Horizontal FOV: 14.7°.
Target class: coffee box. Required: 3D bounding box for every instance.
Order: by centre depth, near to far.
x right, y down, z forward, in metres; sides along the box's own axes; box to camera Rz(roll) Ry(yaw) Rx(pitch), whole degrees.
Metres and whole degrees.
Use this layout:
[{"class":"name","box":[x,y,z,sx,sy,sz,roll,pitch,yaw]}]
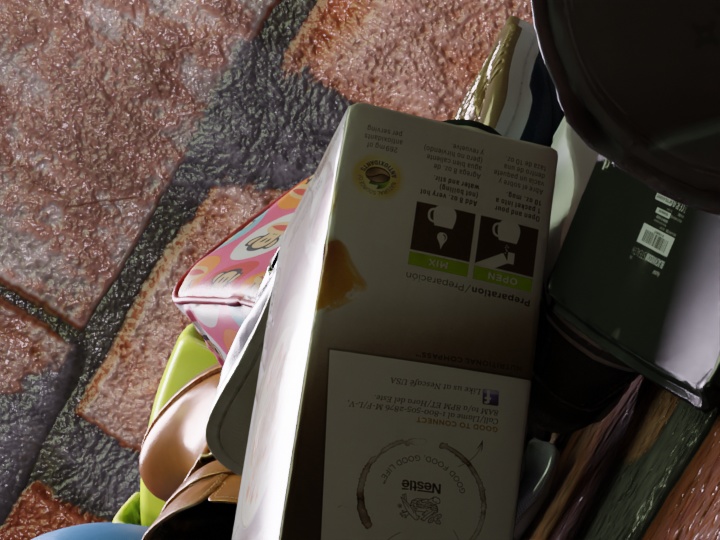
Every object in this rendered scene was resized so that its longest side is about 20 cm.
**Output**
[{"class":"coffee box","box":[0.007,0.060,0.967,0.114,0.080,0.200,118,162,-61]}]

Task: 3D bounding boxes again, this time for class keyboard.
[{"class":"keyboard","box":[0.111,-0.016,0.858,0.200,0.040,0.104,-137,68,-76]}]

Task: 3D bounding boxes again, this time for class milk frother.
[{"class":"milk frother","box":[0.098,-0.146,0.740,0.181,0.200,0.188,-54,2,23]}]

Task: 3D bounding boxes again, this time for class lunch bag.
[{"class":"lunch bag","box":[0.017,-0.007,1.335,0.176,0.082,0.200,-39,20,-16]}]

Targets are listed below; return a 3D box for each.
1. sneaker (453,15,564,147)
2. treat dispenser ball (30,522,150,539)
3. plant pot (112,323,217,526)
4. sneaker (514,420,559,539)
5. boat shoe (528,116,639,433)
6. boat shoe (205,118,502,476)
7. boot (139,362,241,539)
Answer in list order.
[{"class":"sneaker","box":[0.095,-0.052,1.182,0.070,0.108,0.200,-60,1,15]},{"class":"treat dispenser ball","box":[-0.129,0.230,1.428,0.201,0.201,0.201,-59,0,0]},{"class":"plant pot","box":[-0.078,0.161,2.111,0.199,0.200,0.182,-67,3,-87]},{"class":"sneaker","box":[0.048,0.062,1.133,0.200,0.075,0.115,-64,4,-29]},{"class":"boat shoe","box":[0.089,-0.001,1.053,0.068,0.072,0.200,-57,8,25]},{"class":"boat shoe","box":[0.002,0.001,1.112,0.066,0.074,0.200,-77,14,-51]},{"class":"boot","box":[-0.066,0.110,1.403,0.200,0.077,0.155,-12,22,35]}]
